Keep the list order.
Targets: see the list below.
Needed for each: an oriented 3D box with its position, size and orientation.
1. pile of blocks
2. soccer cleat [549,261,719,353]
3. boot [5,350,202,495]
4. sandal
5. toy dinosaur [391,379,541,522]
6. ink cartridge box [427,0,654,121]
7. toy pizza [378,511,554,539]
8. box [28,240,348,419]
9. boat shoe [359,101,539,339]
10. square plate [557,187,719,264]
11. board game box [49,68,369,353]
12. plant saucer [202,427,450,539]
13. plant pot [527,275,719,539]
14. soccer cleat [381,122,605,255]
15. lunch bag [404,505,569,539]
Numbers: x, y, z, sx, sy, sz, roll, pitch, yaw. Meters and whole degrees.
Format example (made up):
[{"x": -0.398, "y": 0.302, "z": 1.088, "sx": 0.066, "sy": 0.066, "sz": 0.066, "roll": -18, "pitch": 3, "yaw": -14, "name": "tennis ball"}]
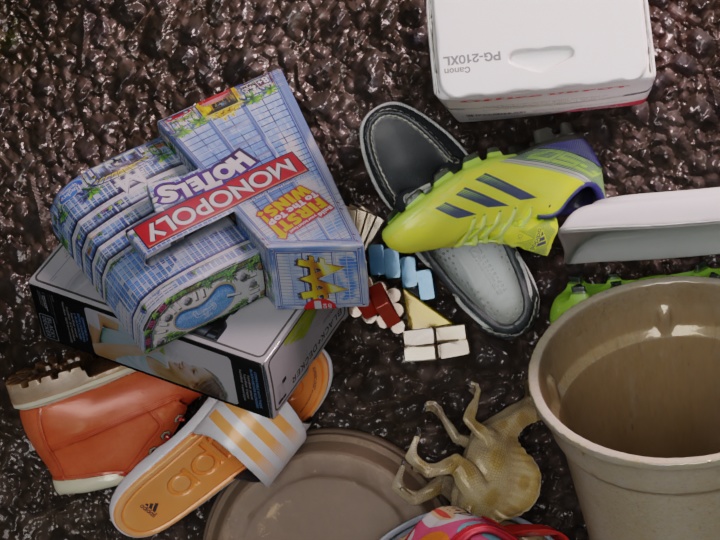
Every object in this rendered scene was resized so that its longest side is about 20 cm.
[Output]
[{"x": 0.000, "y": 0.000, "z": 1.538, "sx": 0.199, "sy": 0.062, "sz": 0.082, "roll": 30, "pitch": 94, "yaw": 5, "name": "pile of blocks"}, {"x": 0.238, "y": 0.039, "z": 1.515, "sx": 0.199, "sy": 0.068, "sz": 0.082, "roll": -4, "pitch": 105, "yaw": 9, "name": "soccer cleat"}, {"x": -0.153, "y": 0.102, "z": 1.558, "sx": 0.199, "sy": 0.075, "sz": 0.108, "roll": -16, "pitch": 101, "yaw": 7, "name": "boot"}, {"x": -0.093, "y": 0.137, "z": 1.525, "sx": 0.207, "sy": 0.059, "sz": 0.079, "roll": -43, "pitch": 128, "yaw": 8, "name": "sandal"}, {"x": 0.077, "y": 0.153, "z": 1.496, "sx": 0.101, "sy": 0.058, "sz": 0.201, "roll": 22, "pitch": 71, "yaw": 1, "name": "toy dinosaur"}, {"x": 0.126, "y": -0.157, "z": 1.445, "sx": 0.144, "sy": 0.200, "sz": 0.085, "roll": -5, "pitch": 89, "yaw": 6, "name": "ink cartridge box"}, {"x": 0.078, "y": 0.273, "z": 1.522, "sx": 0.199, "sy": 0.032, "sz": 0.202, "roll": 0, "pitch": 92, "yaw": -6, "name": "toy pizza"}, {"x": -0.122, "y": 0.019, "z": 1.499, "sx": 0.199, "sy": 0.060, "sz": 0.117, "roll": 19, "pitch": 50, "yaw": 23, "name": "box"}, {"x": 0.067, "y": -0.040, "z": 1.530, "sx": 0.076, "sy": 0.060, "sz": 0.200, "roll": -39, "pitch": 86, "yaw": 4, "name": "boat shoe"}, {"x": 0.236, "y": -0.033, "z": 1.441, "sx": 0.197, "sy": 0.200, "sz": 0.029, "roll": -5, "pitch": 84, "yaw": 6, "name": "square plate"}, {"x": -0.090, "y": -0.032, "z": 1.460, "sx": 0.199, "sy": 0.062, "sz": 0.200, "roll": -26, "pitch": 47, "yaw": -19, "name": "board game box"}, {"x": -0.023, "y": 0.218, "z": 1.558, "sx": 0.199, "sy": 0.029, "sz": 0.202, "roll": 0, "pitch": 89, "yaw": 6, "name": "plant saucer"}, {"x": 0.222, "y": 0.137, "z": 1.436, "sx": 0.199, "sy": 0.201, "sz": 0.184, "roll": -5, "pitch": 125, "yaw": 7, "name": "plant pot"}, {"x": 0.101, "y": -0.043, "z": 1.476, "sx": 0.200, "sy": 0.065, "sz": 0.084, "roll": -23, "pitch": 84, "yaw": -38, "name": "soccer cleat"}, {"x": 0.097, "y": 0.261, "z": 1.456, "sx": 0.200, "sy": 0.082, "sz": 0.177, "roll": 40, "pitch": 78, "yaw": -26, "name": "lunch bag"}]
